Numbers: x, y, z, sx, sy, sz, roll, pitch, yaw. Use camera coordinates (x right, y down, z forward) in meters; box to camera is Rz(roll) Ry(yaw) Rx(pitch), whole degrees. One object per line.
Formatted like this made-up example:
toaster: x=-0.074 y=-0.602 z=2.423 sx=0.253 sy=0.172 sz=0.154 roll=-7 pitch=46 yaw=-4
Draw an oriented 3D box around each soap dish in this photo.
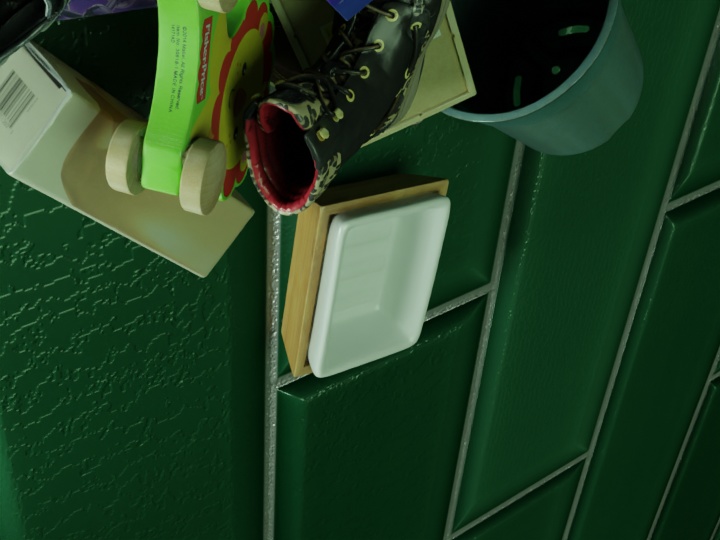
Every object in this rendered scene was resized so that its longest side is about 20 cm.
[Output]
soap dish: x=0.000 y=0.000 z=0.997 sx=0.156 sy=0.081 sz=0.201 roll=-15 pitch=131 yaw=-35

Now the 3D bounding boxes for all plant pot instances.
plant pot: x=0.165 y=-0.205 z=0.915 sx=0.201 sy=0.200 sz=0.196 roll=-56 pitch=150 yaw=9

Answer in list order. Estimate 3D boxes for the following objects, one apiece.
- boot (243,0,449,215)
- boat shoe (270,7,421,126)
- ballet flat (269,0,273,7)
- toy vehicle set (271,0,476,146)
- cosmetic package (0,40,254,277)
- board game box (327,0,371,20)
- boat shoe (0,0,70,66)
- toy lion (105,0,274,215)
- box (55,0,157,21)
boot: x=-0.010 y=-0.142 z=0.663 sx=0.151 sy=0.073 sz=0.201 roll=-50 pitch=165 yaw=-37
boat shoe: x=-0.012 y=-0.171 z=0.847 sx=0.201 sy=0.075 sz=0.075 roll=8 pitch=115 yaw=-47
ballet flat: x=-0.039 y=-0.238 z=0.769 sx=0.199 sy=0.071 sz=0.070 roll=-28 pitch=136 yaw=-26
toy vehicle set: x=0.009 y=-0.186 z=0.756 sx=0.123 sy=0.027 sz=0.201 roll=-23 pitch=141 yaw=3
cosmetic package: x=-0.181 y=-0.080 z=0.737 sx=0.071 sy=0.105 sz=0.200 roll=-50 pitch=144 yaw=5
board game box: x=0.028 y=-0.268 z=0.588 sx=0.199 sy=0.135 sz=0.045 roll=-37 pitch=161 yaw=12
boat shoe: x=-0.177 y=-0.166 z=0.527 sx=0.200 sy=0.068 sz=0.072 roll=-44 pitch=142 yaw=-7
toy lion: x=-0.095 y=-0.137 z=0.653 sx=0.192 sy=0.068 sz=0.202 roll=-61 pitch=163 yaw=-62
box: x=-0.210 y=-0.232 z=0.581 sx=0.199 sy=0.104 sz=0.149 roll=-19 pitch=133 yaw=-32
